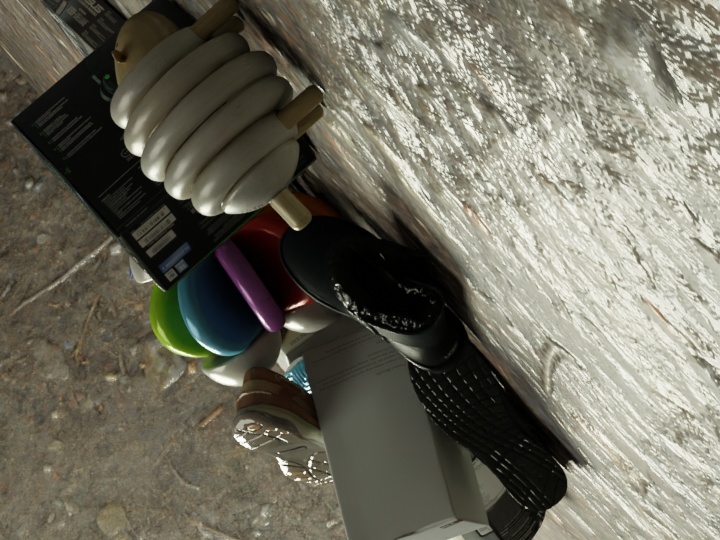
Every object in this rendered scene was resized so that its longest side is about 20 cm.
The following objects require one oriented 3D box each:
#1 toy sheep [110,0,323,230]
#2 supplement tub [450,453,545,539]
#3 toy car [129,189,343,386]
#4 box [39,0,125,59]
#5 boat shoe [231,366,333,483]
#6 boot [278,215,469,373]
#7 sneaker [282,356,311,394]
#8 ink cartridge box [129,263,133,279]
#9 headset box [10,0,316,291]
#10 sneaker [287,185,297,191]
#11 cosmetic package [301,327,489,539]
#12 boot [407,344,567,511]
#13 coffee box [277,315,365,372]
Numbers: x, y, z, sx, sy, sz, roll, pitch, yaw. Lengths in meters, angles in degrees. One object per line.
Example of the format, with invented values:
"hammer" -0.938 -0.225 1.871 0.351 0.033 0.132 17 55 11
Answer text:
"toy sheep" -0.103 -0.109 1.443 0.200 0.138 0.138 47 174 10
"supplement tub" 0.095 0.196 1.995 0.123 0.123 0.200 40 169 51
"toy car" -0.098 0.005 1.814 0.175 0.200 0.150 57 167 -16
"box" -0.245 -0.214 2.133 0.200 0.050 0.158 43 171 38
"boat shoe" -0.052 0.145 1.861 0.200 0.076 0.072 45 -143 -56
"boot" 0.000 0.000 1.641 0.200 0.076 0.168 38 174 20
"sneaker" -0.026 0.131 1.971 0.076 0.081 0.200 22 156 25
"ink cartridge box" -0.194 -0.083 1.985 0.042 0.119 0.200 16 -153 -8
"headset box" -0.170 -0.113 1.675 0.200 0.174 0.093 42 171 37
"sneaker" -0.114 -0.086 1.921 0.200 0.073 0.071 49 170 -11
"cosmetic package" 0.031 0.153 1.814 0.081 0.113 0.200 21 -128 -61
"boot" 0.110 0.133 1.803 0.200 0.068 0.131 52 -178 -3
"coffee box" -0.081 0.004 2.001 0.200 0.113 0.080 47 167 30
